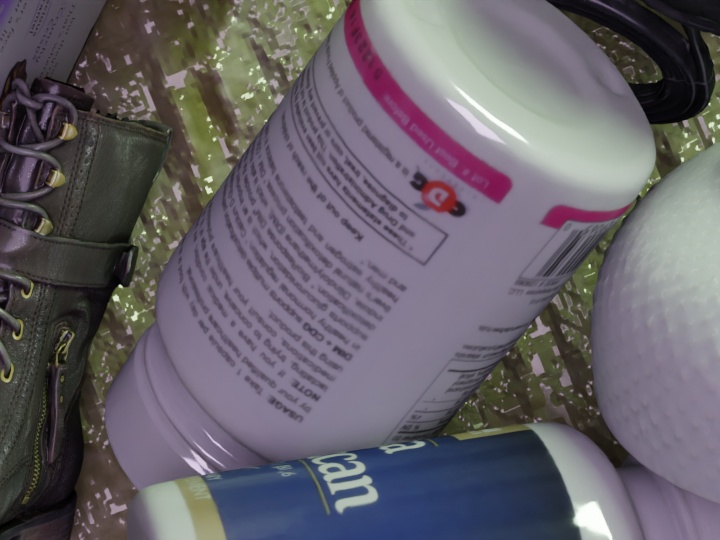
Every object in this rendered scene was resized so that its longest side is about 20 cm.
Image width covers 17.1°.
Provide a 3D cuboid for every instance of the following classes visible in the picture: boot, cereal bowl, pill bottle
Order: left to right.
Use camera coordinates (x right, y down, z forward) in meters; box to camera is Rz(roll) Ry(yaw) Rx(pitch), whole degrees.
[{"bbox_3d":[-0.132,0.018,0.821,0.069,0.200,0.175,18,99,15],"label":"boot"},{"bbox_3d":[0.000,0.000,0.818,0.113,0.113,0.200,39,119,1],"label":"pill bottle"},{"bbox_3d":[0.030,0.110,0.777,0.198,0.111,0.112,-8,91,-13],"label":"pill bottle"},{"bbox_3d":[0.171,-0.003,0.768,0.198,0.200,0.084,-7,115,2],"label":"cereal bowl"}]

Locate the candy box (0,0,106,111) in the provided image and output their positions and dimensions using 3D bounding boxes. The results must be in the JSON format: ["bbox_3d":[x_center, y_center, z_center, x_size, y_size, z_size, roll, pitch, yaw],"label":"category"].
[{"bbox_3d":[-0.163,-0.061,0.808,0.071,0.200,0.169,26,92,7],"label":"candy box"}]

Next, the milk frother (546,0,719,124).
[{"bbox_3d":[0.136,-0.158,0.841,0.188,0.199,0.181,-51,127,-33],"label":"milk frother"}]
